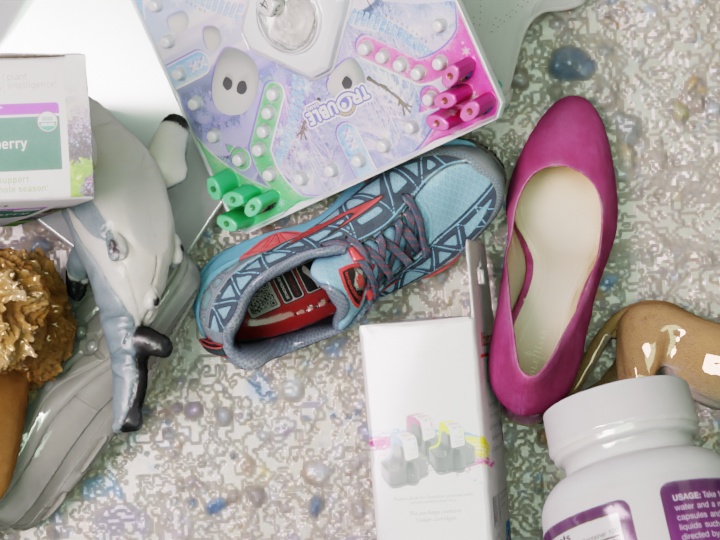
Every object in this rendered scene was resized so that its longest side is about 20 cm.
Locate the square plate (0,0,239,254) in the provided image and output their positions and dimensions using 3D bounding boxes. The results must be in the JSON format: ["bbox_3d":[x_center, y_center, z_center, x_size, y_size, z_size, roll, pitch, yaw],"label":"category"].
[{"bbox_3d":[-0.142,-0.117,1.644,0.198,0.028,0.200,36,92,3],"label":"square plate"}]

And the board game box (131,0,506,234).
[{"bbox_3d":[-0.040,-0.141,1.557,0.200,0.026,0.200,-23,91,35],"label":"board game box"}]

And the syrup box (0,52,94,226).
[{"bbox_3d":[-0.207,-0.068,1.527,0.079,0.200,0.082,-4,89,-19],"label":"syrup box"}]

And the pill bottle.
[{"bbox_3d":[0.160,0.163,1.508,0.112,0.112,0.200,-13,72,3],"label":"pill bottle"}]

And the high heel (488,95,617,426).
[{"bbox_3d":[0.107,-0.014,1.579,0.067,0.096,0.200,15,75,4],"label":"high heel"}]

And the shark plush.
[{"bbox_3d":[-0.136,-0.009,1.578,0.083,0.091,0.200,-26,79,42],"label":"shark plush"}]

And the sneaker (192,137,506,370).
[{"bbox_3d":[0.000,0.000,1.594,0.200,0.096,0.079,-32,111,6],"label":"sneaker"}]

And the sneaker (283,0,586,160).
[{"bbox_3d":[0.044,-0.115,1.615,0.200,0.075,0.089,-43,99,1],"label":"sneaker"}]

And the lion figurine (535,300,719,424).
[{"bbox_3d":[0.204,0.056,1.600,0.200,0.072,0.123,13,87,6],"label":"lion figurine"}]

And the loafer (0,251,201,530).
[{"bbox_3d":[-0.157,0.068,1.623,0.200,0.070,0.070,-48,47,11],"label":"loafer"}]

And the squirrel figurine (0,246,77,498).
[{"bbox_3d":[-0.259,0.042,1.536,0.200,0.187,0.142,-38,55,14],"label":"squirrel figurine"}]

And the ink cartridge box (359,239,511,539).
[{"bbox_3d":[0.043,0.085,1.586,0.068,0.115,0.200,-4,89,7],"label":"ink cartridge box"}]
